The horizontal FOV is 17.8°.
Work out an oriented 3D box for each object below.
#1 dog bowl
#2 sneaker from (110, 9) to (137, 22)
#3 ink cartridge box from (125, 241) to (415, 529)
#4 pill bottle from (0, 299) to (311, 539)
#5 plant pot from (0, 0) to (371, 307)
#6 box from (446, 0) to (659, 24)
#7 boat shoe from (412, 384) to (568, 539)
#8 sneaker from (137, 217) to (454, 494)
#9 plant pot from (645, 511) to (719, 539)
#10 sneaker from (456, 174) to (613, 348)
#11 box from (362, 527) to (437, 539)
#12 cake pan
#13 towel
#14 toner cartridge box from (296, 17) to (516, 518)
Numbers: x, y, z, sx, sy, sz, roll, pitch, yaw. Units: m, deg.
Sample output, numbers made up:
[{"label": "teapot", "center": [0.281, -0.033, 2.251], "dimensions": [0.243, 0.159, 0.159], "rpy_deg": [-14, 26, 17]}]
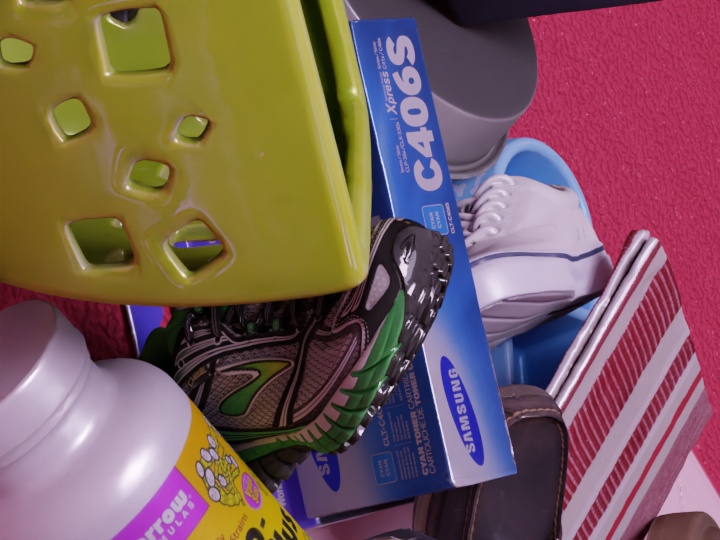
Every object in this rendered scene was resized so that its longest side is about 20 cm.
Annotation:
[{"label": "dog bowl", "center": [0.083, 0.022, 1.202], "dimensions": [0.111, 0.049, 0.201], "rpy_deg": [18, 63, -48]}, {"label": "sneaker", "center": [-0.092, -0.182, 0.974], "dimensions": [0.077, 0.201, 0.091], "rpy_deg": [26, 29, 3]}, {"label": "ink cartridge box", "center": [-0.027, 0.019, 1.065], "dimensions": [0.199, 0.043, 0.200], "rpy_deg": [-8, 83, -52]}, {"label": "pill bottle", "center": [-0.087, 0.107, 0.899], "dimensions": [0.200, 0.104, 0.105], "rpy_deg": [51, 41, -27]}, {"label": "plant pot", "center": [-0.103, -0.097, 0.841], "dimensions": [0.200, 0.180, 0.200], "rpy_deg": [-91, 168, -69]}, {"label": "box", "center": [0.077, -0.252, 1.075], "dimensions": [0.197, 0.117, 0.201], "rpy_deg": [52, 35, -63]}, {"label": "boat shoe", "center": [0.065, 0.148, 1.027], "dimensions": [0.074, 0.073, 0.201], "rpy_deg": [-7, 119, -29]}, {"label": "sneaker", "center": [-0.034, 0.031, 0.912], "dimensions": [0.085, 0.200, 0.078], "rpy_deg": [39, 50, -10]}, {"label": "plant pot", "center": [0.214, 0.225, 1.212], "dimensions": [0.201, 0.092, 0.202], "rpy_deg": [-9, 90, -73]}, {"label": "sneaker", "center": [0.065, -0.006, 1.085], "dimensions": [0.071, 0.073, 0.200], "rpy_deg": [61, 16, 6]}, {"label": "box", "center": [-0.044, 0.216, 0.852], "dimensions": [0.197, 0.050, 0.201], "rpy_deg": [-13, 103, -30]}, {"label": "cake pan", "center": [0.019, -0.141, 1.152], "dimensions": [0.200, 0.037, 0.201], "rpy_deg": [34, 38, -31]}, {"label": "towel", "center": [0.125, 0.084, 1.156], "dimensions": [0.145, 0.023, 0.200], "rpy_deg": [-58, 152, -19]}, {"label": "toner cartridge box", "center": [0.000, 0.000, 0.994], "dimensions": [0.043, 0.095, 0.201], "rpy_deg": [-8, 83, -44]}]
